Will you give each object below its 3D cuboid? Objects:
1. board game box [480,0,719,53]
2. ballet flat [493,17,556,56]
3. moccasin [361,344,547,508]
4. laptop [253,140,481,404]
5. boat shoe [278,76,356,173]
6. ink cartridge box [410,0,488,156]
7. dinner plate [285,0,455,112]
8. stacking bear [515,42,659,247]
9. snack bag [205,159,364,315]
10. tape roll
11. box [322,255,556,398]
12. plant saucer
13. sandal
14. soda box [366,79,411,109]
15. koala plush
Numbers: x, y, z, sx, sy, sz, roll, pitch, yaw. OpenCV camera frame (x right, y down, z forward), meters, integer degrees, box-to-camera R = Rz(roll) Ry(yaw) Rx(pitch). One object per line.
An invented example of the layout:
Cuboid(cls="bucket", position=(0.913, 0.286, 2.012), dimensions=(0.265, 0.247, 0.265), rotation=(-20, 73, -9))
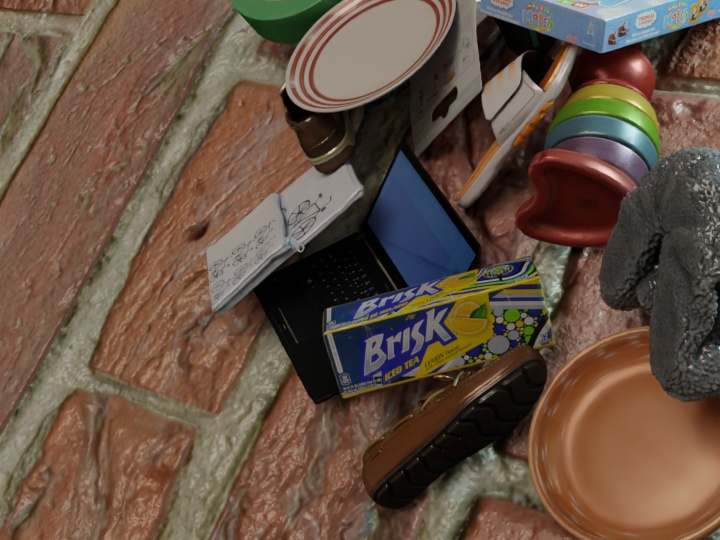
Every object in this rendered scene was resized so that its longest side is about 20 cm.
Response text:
Cuboid(cls="board game box", position=(0.239, -0.263, 1.249), dimensions=(0.200, 0.037, 0.151), rotation=(-23, 37, -36))
Cuboid(cls="ballet flat", position=(0.158, -0.309, 1.385), dimensions=(0.068, 0.068, 0.200), rotation=(-27, 51, 3))
Cuboid(cls="moccasin", position=(0.081, 0.131, 1.155), dimensions=(0.201, 0.074, 0.078), rotation=(-45, 40, 24))
Cuboid(cls="laptop", position=(0.000, 0.000, 1.264), dimensions=(0.200, 0.103, 0.177), rotation=(-26, 49, -6))
Cuboid(cls="boat shoe", position=(-0.052, -0.184, 1.401), dimensions=(0.075, 0.075, 0.202), rotation=(-36, 30, 7))
Cuboid(cls="ink cartridge box", position=(0.102, -0.236, 1.337), dimensions=(0.160, 0.047, 0.200), rotation=(136, 136, -59))
Cuboid(cls="dinner plate", position=(0.012, -0.231, 1.333), dimensions=(0.200, 0.024, 0.200), rotation=(-21, 43, 21))
Cuboid(cls="stacking bear", position=(0.226, -0.131, 1.210), dimensions=(0.114, 0.121, 0.200), rotation=(15, 56, 6))
Cuboid(cls="snack bag", position=(-0.081, -0.051, 1.345), dimensions=(0.200, 0.021, 0.189), rotation=(-39, 20, 8))
Cuboid(cls="tape roll", position=(-0.058, -0.354, 1.478), dimensions=(0.200, 0.048, 0.201), rotation=(-17, 53, 24))
Cuboid(cls="box", position=(0.069, 0.051, 1.171), dimensions=(0.200, 0.070, 0.064), rotation=(-15, 18, 4))
Cuboid(cls="plant saucer", position=(0.239, 0.143, 1.076), dimensions=(0.200, 0.037, 0.200), rotation=(-15, 55, 23))
Cuboid(cls="sandal", position=(0.135, -0.148, 1.244), dimensions=(0.207, 0.059, 0.079), rotation=(-54, 5, 29))
Cuboid(cls="soda box", position=(-0.001, -0.281, 1.470), dimensions=(0.068, 0.064, 0.200), rotation=(-30, 50, 13))
Cuboid(cls="koala plush", position=(0.325, -0.013, 1.041), dimensions=(0.200, 0.184, 0.177), rotation=(-1, 36, -15))
